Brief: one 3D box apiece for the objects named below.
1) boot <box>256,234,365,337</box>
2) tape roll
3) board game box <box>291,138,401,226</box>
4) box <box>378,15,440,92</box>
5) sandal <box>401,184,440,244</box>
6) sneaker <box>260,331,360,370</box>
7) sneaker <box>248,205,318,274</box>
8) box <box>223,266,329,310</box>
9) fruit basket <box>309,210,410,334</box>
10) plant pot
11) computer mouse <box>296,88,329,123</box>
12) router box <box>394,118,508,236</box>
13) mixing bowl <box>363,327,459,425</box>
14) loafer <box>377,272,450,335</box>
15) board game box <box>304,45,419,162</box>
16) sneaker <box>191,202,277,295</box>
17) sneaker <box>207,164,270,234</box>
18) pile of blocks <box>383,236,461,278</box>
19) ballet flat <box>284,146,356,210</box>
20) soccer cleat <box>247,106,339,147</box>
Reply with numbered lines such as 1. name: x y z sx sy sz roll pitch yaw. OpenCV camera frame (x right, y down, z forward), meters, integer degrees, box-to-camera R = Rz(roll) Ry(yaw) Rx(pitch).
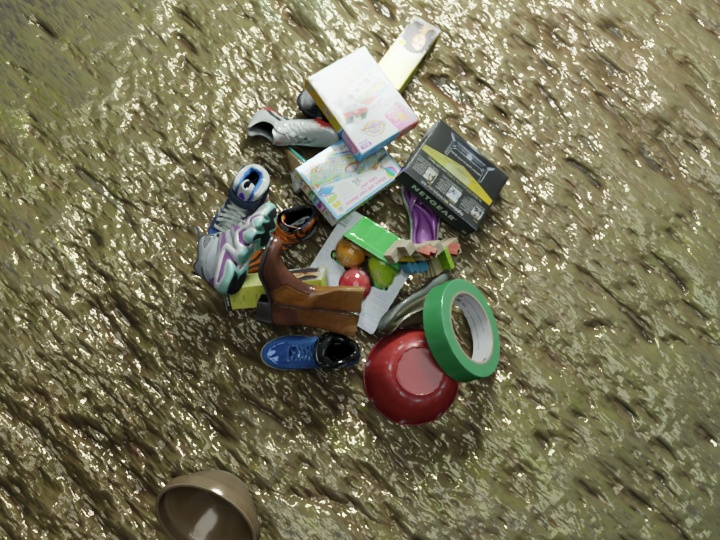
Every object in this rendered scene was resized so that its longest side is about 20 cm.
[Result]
1. boot: -0.091 0.031 1.445 0.200 0.068 0.188 7 107 2
2. tape roll: 0.202 0.118 1.516 0.200 0.048 0.201 26 53 -41
3. board game box: -0.025 -0.198 1.583 0.200 0.034 0.134 -37 86 -29
4. box: 0.096 -0.466 1.697 0.075 0.050 0.200 31 71 3
5. sandal: 0.137 -0.130 1.635 0.082 0.050 0.203 -6 77 -7
6. sneaker: -0.097 0.158 1.511 0.200 0.111 0.077 4 76 -4
7. sneaker: -0.173 -0.071 1.560 0.200 0.112 0.078 -39 82 -13
8. box: -0.167 0.035 1.529 0.200 0.075 0.050 -7 111 7
9. fruit basket: 0.000 0.000 1.585 0.185 0.094 0.200 31 91 3
10. plant pot: -0.266 0.437 1.417 0.201 0.201 0.093 30 35 3
11. computer mouse: -0.045 -0.315 1.669 0.200 0.046 0.141 6 71 -15
12. router box: 0.195 -0.195 1.622 0.200 0.052 0.157 39 66 -9
13. mixing bowl: 0.110 0.204 1.521 0.200 0.108 0.200 1 77 -6
14. loafer: 0.121 0.078 1.558 0.200 0.075 0.070 -33 88 -26
15. board game box: 0.002 -0.346 1.592 0.153 0.040 0.200 -33 83 -16
16. sneaker: -0.260 -0.065 1.497 0.140 0.078 0.200 27 78 21
17. sneaker: -0.252 -0.125 1.549 0.081 0.146 0.200 31 75 3
18. pile of blocks: 0.140 -0.024 1.551 0.200 0.062 0.082 -5 93 -39
19. ballet flat: -0.096 -0.178 1.627 0.200 0.068 0.072 36 95 0
20. soccer cleat: -0.143 -0.289 1.616 0.200 0.069 0.085 19 46 15
